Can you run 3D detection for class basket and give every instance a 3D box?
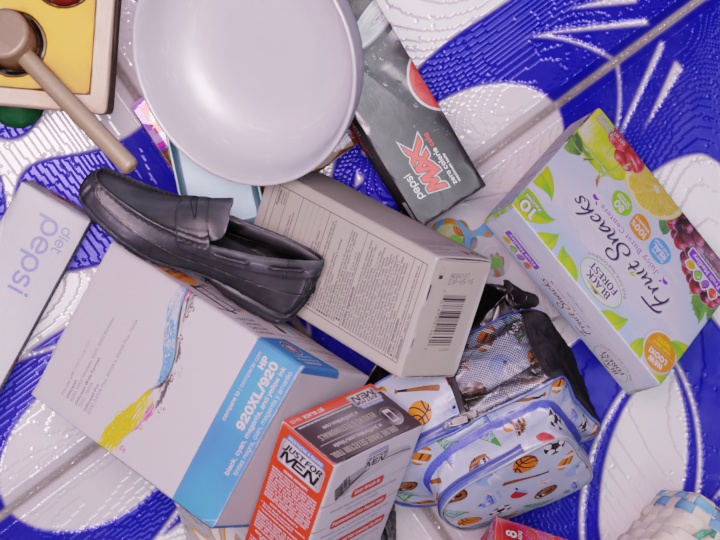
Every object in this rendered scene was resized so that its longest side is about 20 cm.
[{"bbox_3d":[0.276,0.304,1.365,0.175,0.139,0.201,33,81,-9],"label":"basket"}]

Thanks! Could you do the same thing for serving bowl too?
[{"bbox_3d":[-0.081,-0.173,1.236,0.198,0.066,0.203,10,115,21],"label":"serving bowl"}]

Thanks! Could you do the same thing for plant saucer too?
[{"bbox_3d":[-0.131,-0.131,1.302,0.069,0.019,0.203,-12,95,-5],"label":"plant saucer"}]

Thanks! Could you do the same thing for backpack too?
[{"bbox_3d":[0.097,0.131,1.310,0.189,0.200,0.156,-20,57,13],"label":"backpack"}]

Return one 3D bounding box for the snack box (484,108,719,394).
[{"bbox_3d":[0.217,-0.016,1.345,0.200,0.053,0.142,49,61,-8],"label":"snack box"}]

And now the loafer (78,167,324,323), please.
[{"bbox_3d":[-0.121,-0.032,1.212,0.199,0.068,0.071,28,118,-15],"label":"loafer"}]

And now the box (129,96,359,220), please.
[{"bbox_3d":[-0.078,-0.139,1.335,0.199,0.039,0.138,-35,97,-2],"label":"box"}]

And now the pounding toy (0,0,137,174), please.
[{"bbox_3d":[-0.262,-0.188,1.258,0.182,0.142,0.203,4,95,-6],"label":"pounding toy"}]

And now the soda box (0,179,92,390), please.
[{"bbox_3d":[-0.300,0.027,1.313,0.068,0.063,0.201,29,91,-8],"label":"soda box"}]

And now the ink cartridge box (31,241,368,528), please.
[{"bbox_3d":[-0.128,0.092,1.255,0.199,0.147,0.146,31,95,22],"label":"ink cartridge box"}]

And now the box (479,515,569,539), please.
[{"bbox_3d":[0.118,0.312,1.322,0.099,0.096,0.201,19,132,-7],"label":"box"}]

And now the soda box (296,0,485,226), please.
[{"bbox_3d":[0.022,-0.137,1.295,0.070,0.063,0.201,-33,98,-5],"label":"soda box"}]

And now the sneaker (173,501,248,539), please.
[{"bbox_3d":[-0.127,0.233,1.350,0.200,0.076,0.092,44,94,-7],"label":"sneaker"}]

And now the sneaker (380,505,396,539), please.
[{"bbox_3d":[-0.033,0.177,1.364,0.086,0.075,0.202,-28,95,14],"label":"sneaker"}]

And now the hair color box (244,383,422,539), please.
[{"bbox_3d":[-0.033,0.199,1.234,0.064,0.110,0.202,36,122,28],"label":"hair color box"}]

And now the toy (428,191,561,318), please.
[{"bbox_3d":[0.088,0.002,1.361,0.198,0.047,0.117,-14,84,-11],"label":"toy"}]

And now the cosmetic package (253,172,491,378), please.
[{"bbox_3d":[0.000,0.000,1.259,0.073,0.199,0.105,3,111,-47],"label":"cosmetic package"}]
